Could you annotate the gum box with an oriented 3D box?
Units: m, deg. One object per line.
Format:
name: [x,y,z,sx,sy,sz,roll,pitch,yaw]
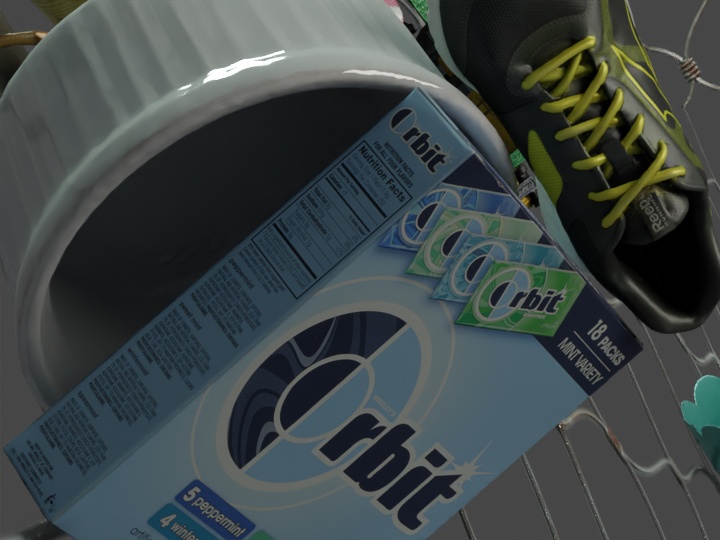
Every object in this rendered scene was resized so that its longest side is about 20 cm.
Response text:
gum box: [-0.008,0.047,1.096,0.045,0.200,0.170,52,5,38]

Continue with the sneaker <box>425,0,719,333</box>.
sneaker: [0.093,-0.056,1.109,0.200,0.074,0.085,56,-3,-40]

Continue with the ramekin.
ramekin: [-0.048,-0.028,1.122,0.200,0.200,0.098,47,12,-49]

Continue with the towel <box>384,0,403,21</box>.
towel: [-0.060,-0.211,1.636,0.146,0.030,0.200,8,44,-27]

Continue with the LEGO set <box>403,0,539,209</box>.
LEGO set: [0.004,-0.083,1.692,0.200,0.116,0.154,47,44,-5]

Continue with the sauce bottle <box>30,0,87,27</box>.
sauce bottle: [-0.096,-0.108,1.356,0.200,0.065,0.065,49,18,-33]

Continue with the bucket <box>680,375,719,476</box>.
bucket: [0.385,0.134,2.470,0.135,0.207,0.207,62,13,-12]

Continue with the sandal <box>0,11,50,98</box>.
sandal: [-0.117,-0.059,1.218,0.200,0.054,0.082,54,15,-31]
